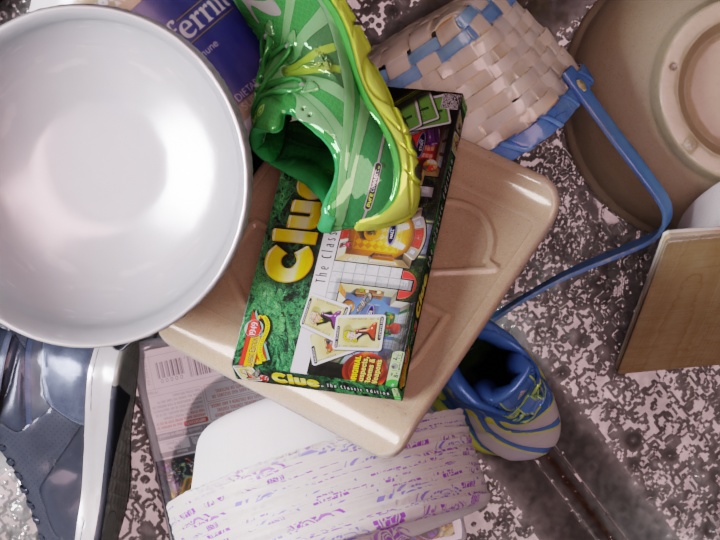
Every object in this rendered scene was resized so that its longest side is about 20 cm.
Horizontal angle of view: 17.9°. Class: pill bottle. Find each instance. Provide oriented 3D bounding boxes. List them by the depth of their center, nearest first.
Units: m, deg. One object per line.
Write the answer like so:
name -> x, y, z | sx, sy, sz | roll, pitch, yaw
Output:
pill bottle -> -0.136, -0.154, 1.438 | 0.116, 0.116, 0.200 | -41, 96, -3

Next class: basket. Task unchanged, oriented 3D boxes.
basket -> 0.087, -0.076, 1.486 | 0.176, 0.139, 0.201 | -27, 98, 29

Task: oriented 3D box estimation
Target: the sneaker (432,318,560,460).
sneaker -> 0.085, 0.080, 1.489 | 0.076, 0.105, 0.200 | -45, 128, 1

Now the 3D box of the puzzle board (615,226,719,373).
puzzle board -> 0.256, 0.015, 1.502 | 0.150, 0.200, 0.017 | -5, 64, -6

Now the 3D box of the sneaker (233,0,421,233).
sneaker -> -0.034, -0.109, 1.357 | 0.083, 0.074, 0.201 | -20, 65, -19

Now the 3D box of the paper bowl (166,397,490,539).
paper bowl -> -0.026, 0.130, 1.445 | 0.200, 0.201, 0.105 | -16, 81, -5

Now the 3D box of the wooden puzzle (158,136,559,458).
wooden puzzle -> 0.000, 0.000, 1.401 | 0.185, 0.046, 0.200 | 26, 71, 23

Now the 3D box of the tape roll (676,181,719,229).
tape roll -> 0.309, -0.023, 1.499 | 0.201, 0.203, 0.037 | -5, 63, -5

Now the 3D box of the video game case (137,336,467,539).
video game case -> -0.042, 0.118, 1.555 | 0.199, 0.023, 0.183 | -12, 92, -6

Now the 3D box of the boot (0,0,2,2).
boot -> -0.267, -0.138, 1.507 | 0.187, 0.068, 0.201 | 6, 96, -15

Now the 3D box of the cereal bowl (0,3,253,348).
cereal bowl -> -0.158, -0.059, 1.359 | 0.199, 0.083, 0.201 | 1, 99, 4

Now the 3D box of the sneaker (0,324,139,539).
sneaker -> -0.227, 0.123, 1.509 | 0.145, 0.077, 0.203 | 9, 109, 6

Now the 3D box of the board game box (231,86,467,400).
board game box -> -0.005, -0.022, 1.375 | 0.104, 0.023, 0.201 | 5, 64, 16

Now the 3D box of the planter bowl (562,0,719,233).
planter bowl -> 0.243, -0.118, 1.519 | 0.199, 0.135, 0.202 | 0, 91, -6

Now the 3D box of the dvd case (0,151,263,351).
dvd case -> -0.150, -0.063, 1.475 | 0.150, 0.025, 0.200 | 47, 48, -9
